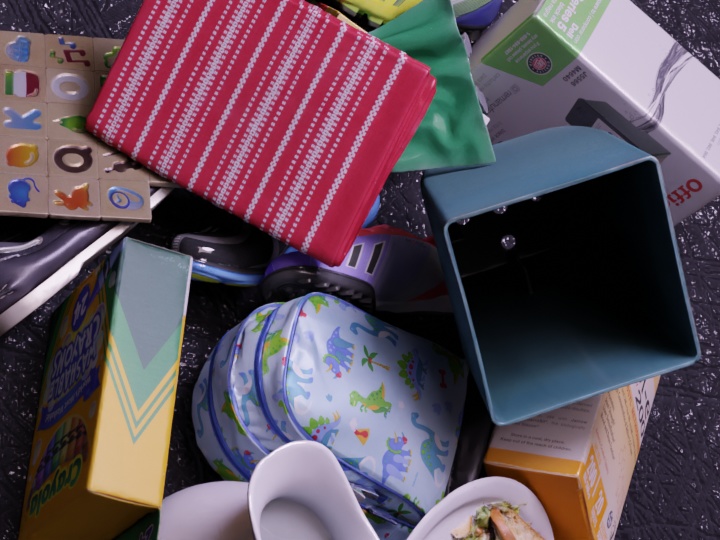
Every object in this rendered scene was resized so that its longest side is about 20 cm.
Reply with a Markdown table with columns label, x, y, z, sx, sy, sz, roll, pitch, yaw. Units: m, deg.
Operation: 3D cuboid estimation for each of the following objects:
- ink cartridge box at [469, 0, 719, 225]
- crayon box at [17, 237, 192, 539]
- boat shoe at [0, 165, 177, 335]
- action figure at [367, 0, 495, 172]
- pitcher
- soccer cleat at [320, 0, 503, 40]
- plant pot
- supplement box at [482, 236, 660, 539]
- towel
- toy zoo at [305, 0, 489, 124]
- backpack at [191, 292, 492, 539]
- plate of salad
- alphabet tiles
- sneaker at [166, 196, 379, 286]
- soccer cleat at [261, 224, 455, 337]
| label | x | y | z | sx | sy | sz | roll | pitch | yaw |
| --- | --- | --- | --- | --- | --- | --- | --- | --- | --- |
| ink cartridge box | 0.183 | -0.121 | 1.582 | 0.200 | 0.145 | 0.084 | 40 | 53 | -9 |
| crayon box | -0.160 | 0.097 | 1.280 | 0.051 | 0.126 | 0.202 | 17 | 60 | -23 |
| boat shoe | -0.185 | -0.039 | 1.363 | 0.063 | 0.073 | 0.200 | 49 | 57 | -6 |
| action figure | -0.018 | -0.104 | 1.371 | 0.055 | 0.198 | 0.119 | 0 | 75 | -77 |
| pitcher | -0.055 | 0.202 | 1.247 | 0.121 | 0.200 | 0.172 | -39 | 96 | -39 |
| soccer cleat | 0.037 | -0.225 | 1.558 | 0.199 | 0.084 | 0.065 | 1 | 26 | -47 |
| plant pot | 0.116 | -0.017 | 1.371 | 0.140 | 0.200 | 0.142 | -17 | 110 | -4 |
| supplement box | 0.157 | 0.094 | 1.470 | 0.073 | 0.126 | 0.201 | 6 | 54 | 22 |
| towel | -0.065 | -0.108 | 1.341 | 0.199 | 0.022 | 0.145 | 29 | 96 | 10 |
| toy zoo | 0.022 | -0.145 | 1.481 | 0.131 | 0.200 | 0.021 | 34 | 94 | -13 |
| backpack | -0.013 | 0.099 | 1.374 | 0.199 | 0.154 | 0.164 | 22 | 62 | -9 |
| plate of salad | 0.075 | 0.235 | 1.351 | 0.199 | 0.048 | 0.202 | -19 | 116 | -45 |
| alphabet tiles | -0.208 | -0.097 | 1.368 | 0.198 | 0.006 | 0.167 | 3 | 49 | -14 |
| sneaker | -0.064 | -0.045 | 1.427 | 0.199 | 0.070 | 0.083 | -29 | 120 | -42 |
| soccer cleat | 0.000 | 0.000 | 1.438 | 0.199 | 0.068 | 0.074 | 10 | 66 | -49 |
